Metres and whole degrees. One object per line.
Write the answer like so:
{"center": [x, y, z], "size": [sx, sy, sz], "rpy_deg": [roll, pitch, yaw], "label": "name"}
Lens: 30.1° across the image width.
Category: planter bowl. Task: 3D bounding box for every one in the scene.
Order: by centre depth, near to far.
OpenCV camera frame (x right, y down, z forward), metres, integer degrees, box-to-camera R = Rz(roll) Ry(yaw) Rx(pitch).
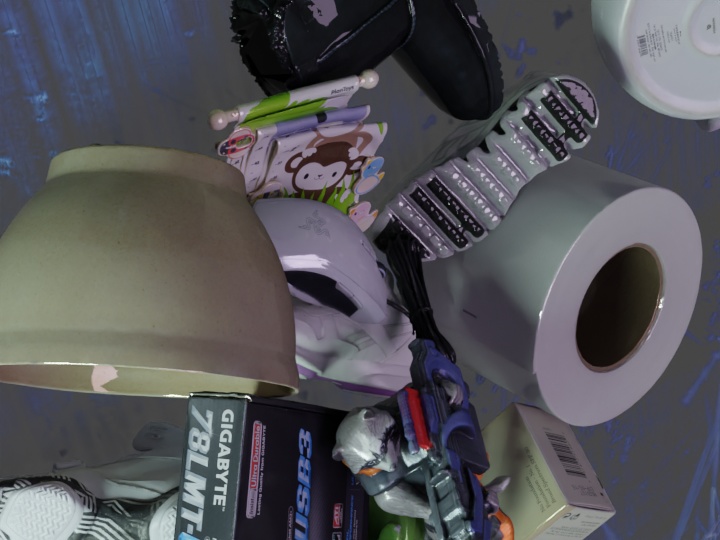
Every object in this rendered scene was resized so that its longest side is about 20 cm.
{"center": [-0.133, 0.002, 0.808], "size": [0.200, 0.200, 0.136], "rpy_deg": [13, 75, -45], "label": "planter bowl"}

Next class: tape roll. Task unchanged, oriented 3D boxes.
{"center": [0.164, 0.008, 1.099], "size": [0.202, 0.139, 0.204], "rpy_deg": [-19, 121, -34], "label": "tape roll"}

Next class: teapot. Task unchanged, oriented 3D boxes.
{"center": [0.272, -0.227, 1.092], "size": [0.197, 0.146, 0.200], "rpy_deg": [22, 117, -21], "label": "teapot"}

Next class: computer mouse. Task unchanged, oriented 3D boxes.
{"center": [0.000, 0.000, 0.925], "size": [0.044, 0.110, 0.200], "rpy_deg": [-26, 149, 27], "label": "computer mouse"}

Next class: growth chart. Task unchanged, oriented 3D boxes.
{"center": [-0.041, -0.056, 0.922], "size": [0.144, 0.018, 0.201], "rpy_deg": [-22, 144, -23], "label": "growth chart"}

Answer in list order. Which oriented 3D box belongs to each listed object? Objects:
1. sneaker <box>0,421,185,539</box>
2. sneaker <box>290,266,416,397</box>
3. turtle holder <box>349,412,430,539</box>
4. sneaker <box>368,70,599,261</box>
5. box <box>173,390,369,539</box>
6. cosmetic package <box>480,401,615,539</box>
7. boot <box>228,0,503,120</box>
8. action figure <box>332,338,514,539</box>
{"center": [-0.173, 0.158, 0.912], "size": [0.199, 0.115, 0.076], "rpy_deg": [5, 108, -8], "label": "sneaker"}
{"center": [-0.027, 0.035, 0.999], "size": [0.200, 0.075, 0.100], "rpy_deg": [19, 82, -49], "label": "sneaker"}
{"center": [0.003, 0.199, 1.016], "size": [0.141, 0.186, 0.132], "rpy_deg": [-43, 156, 12], "label": "turtle holder"}
{"center": [0.090, -0.082, 1.035], "size": [0.200, 0.081, 0.075], "rpy_deg": [-37, 118, 4], "label": "sneaker"}
{"center": [-0.053, 0.185, 0.860], "size": [0.198, 0.049, 0.201], "rpy_deg": [25, 67, -65], "label": "box"}
{"center": [0.100, 0.211, 1.102], "size": [0.073, 0.104, 0.200], "rpy_deg": [17, 126, -45], "label": "cosmetic package"}
{"center": [0.007, -0.152, 0.929], "size": [0.162, 0.073, 0.199], "rpy_deg": [-40, 128, -21], "label": "boot"}
{"center": [0.052, 0.159, 0.897], "size": [0.104, 0.201, 0.193], "rpy_deg": [-33, 125, 22], "label": "action figure"}
